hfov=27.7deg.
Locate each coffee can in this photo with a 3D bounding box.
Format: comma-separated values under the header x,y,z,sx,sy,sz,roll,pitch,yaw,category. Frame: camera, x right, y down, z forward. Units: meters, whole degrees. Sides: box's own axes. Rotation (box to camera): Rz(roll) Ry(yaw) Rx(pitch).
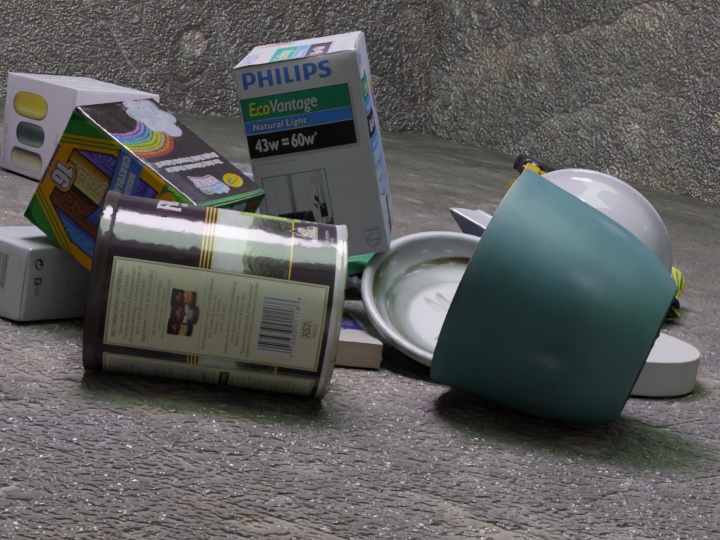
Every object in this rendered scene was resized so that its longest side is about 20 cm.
x,y,z,sx,sy,sz,roll,pitch,yaw,category
-0.118,0.021,1.199,0.198,0.148,0.146,8,10,-7,coffee can

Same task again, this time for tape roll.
x,y,z,sx,sy,sz,roll,pitch,yaw,category
0.244,0.083,1.485,0.201,0.037,0.203,9,9,-1,tape roll

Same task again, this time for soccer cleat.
x,y,z,sx,sy,sz,roll,pitch,yaw,category
0.379,0.036,1.859,0.084,0.065,0.200,45,20,20,soccer cleat

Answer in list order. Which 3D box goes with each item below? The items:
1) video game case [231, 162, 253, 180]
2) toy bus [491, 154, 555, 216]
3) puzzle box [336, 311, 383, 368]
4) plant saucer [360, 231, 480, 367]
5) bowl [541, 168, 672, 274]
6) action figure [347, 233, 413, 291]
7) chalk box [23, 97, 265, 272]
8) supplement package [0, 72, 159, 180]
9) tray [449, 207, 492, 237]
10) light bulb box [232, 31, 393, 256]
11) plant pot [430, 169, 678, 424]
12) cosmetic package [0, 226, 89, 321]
x,y,z,sx,sy,sz,roll,pitch,yaw,category
-0.260,-0.182,2.609,0.198,0.018,0.143,6,11,-15,video game case
0.307,-0.086,2.283,0.191,0.137,0.200,22,8,2,toy bus
-0.088,0.056,1.379,0.198,0.026,0.133,6,10,-14,puzzle box
0.095,0.043,1.417,0.198,0.051,0.201,7,39,-6,plant saucer
0.236,-0.003,1.613,0.199,0.203,0.090,12,33,20,bowl
0.000,0.000,1.696,0.199,0.055,0.118,-7,18,-34,action figure
-0.180,-0.048,1.333,0.200,0.124,0.125,40,25,16,chalk box
-0.431,-0.212,2.232,0.150,0.153,0.199,-2,14,-44,supplement package
0.186,-0.006,1.500,0.199,0.022,0.107,32,-9,27,tray
-0.043,-0.128,1.483,0.124,0.202,0.198,-9,14,4,light bulb box
0.174,0.039,1.252,0.160,0.202,0.200,26,14,12,plant pot
-0.274,0.000,1.406,0.101,0.075,0.199,17,11,38,cosmetic package
